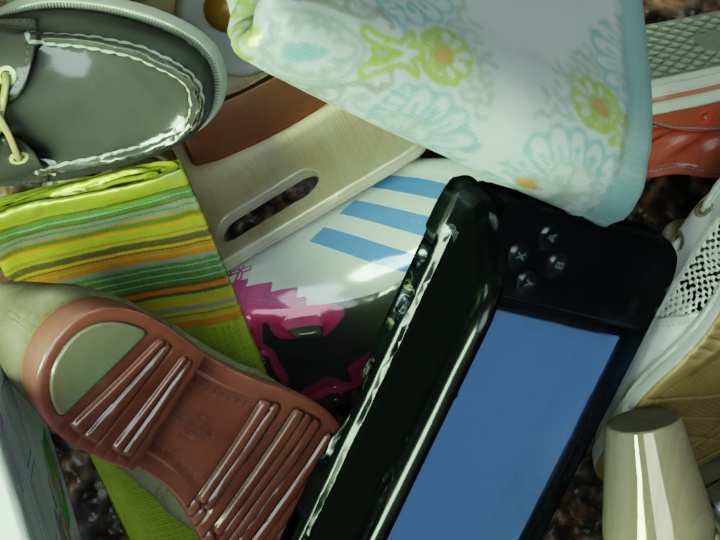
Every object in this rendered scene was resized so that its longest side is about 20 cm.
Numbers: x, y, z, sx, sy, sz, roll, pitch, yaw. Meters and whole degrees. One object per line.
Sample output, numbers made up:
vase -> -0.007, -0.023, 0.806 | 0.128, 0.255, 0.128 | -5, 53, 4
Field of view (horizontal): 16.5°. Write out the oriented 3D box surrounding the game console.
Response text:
game console -> 0.043, 0.081, 0.916 | 0.175, 0.116, 0.201 | 13, 110, -38

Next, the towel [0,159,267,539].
towel -> -0.078, 0.048, 0.990 | 0.086, 0.018, 0.201 | -12, 122, 13

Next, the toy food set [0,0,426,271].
toy food set -> -0.085, -0.091, 0.961 | 0.143, 0.061, 0.200 | -30, 116, 12

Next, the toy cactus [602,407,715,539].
toy cactus -> 0.134, 0.136, 1.006 | 0.102, 0.199, 0.166 | -21, 108, -39

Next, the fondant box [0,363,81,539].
fondant box -> -0.141, 0.108, 0.943 | 0.058, 0.200, 0.145 | -16, 100, -2

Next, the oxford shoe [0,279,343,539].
oxford shoe -> -0.066, 0.057, 0.958 | 0.071, 0.075, 0.200 | -51, 131, -6

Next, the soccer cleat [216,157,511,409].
soccer cleat -> 0.000, 0.000, 1.021 | 0.199, 0.087, 0.070 | -19, 134, 15

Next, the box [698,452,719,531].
box -> 0.240, 0.058, 1.051 | 0.200, 0.068, 0.082 | -42, 98, -1

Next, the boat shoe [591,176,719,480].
boat shoe -> 0.149, 0.008, 1.015 | 0.070, 0.070, 0.200 | 4, 135, -32

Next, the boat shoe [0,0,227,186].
boat shoe -> -0.151, -0.060, 0.919 | 0.200, 0.061, 0.072 | -1, 115, 6

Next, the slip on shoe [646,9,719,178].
slip on shoe -> 0.174, -0.072, 1.031 | 0.199, 0.074, 0.061 | -9, 122, -7

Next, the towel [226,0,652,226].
towel -> 0.029, -0.124, 0.939 | 0.170, 0.201, 0.048 | 20, 137, -25
